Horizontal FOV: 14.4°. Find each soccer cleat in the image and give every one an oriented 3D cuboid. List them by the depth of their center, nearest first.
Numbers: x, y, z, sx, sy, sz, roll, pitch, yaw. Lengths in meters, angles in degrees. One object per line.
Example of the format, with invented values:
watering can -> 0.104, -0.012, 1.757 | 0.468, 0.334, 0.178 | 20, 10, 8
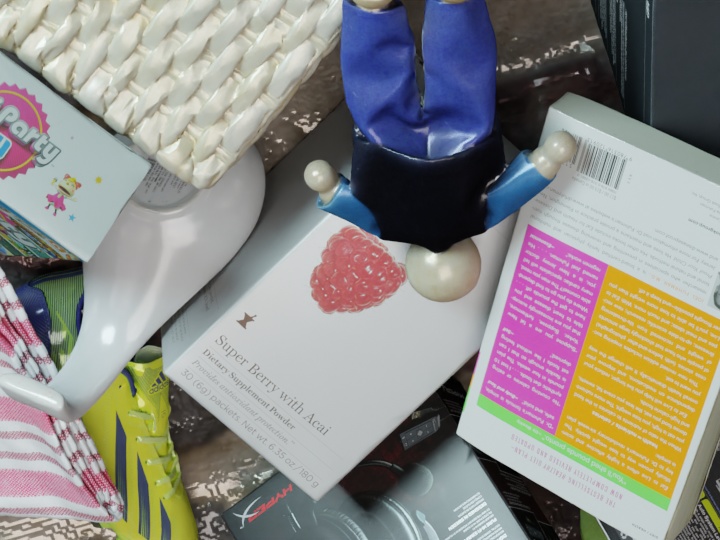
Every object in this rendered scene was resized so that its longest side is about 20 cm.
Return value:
soccer cleat -> -0.133, 0.086, 1.611 | 0.083, 0.065, 0.201 | -28, 114, 5

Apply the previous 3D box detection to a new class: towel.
towel -> -0.226, 0.062, 1.562 | 0.146, 0.030, 0.201 | 0, 127, 37

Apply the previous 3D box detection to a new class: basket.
basket -> -0.099, -0.182, 1.438 | 0.198, 0.161, 0.200 | 35, 108, -20

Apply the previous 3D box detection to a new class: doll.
doll -> 0.039, -0.063, 1.414 | 0.136, 0.049, 0.201 | -3, 129, 2

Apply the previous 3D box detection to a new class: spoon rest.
spoon rest -> -0.124, -0.002, 1.525 | 0.099, 0.200, 0.061 | 23, 155, 17

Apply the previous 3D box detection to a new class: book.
book -> 0.132, 0.026, 1.458 | 0.133, 0.048, 0.201 | 26, 121, 19

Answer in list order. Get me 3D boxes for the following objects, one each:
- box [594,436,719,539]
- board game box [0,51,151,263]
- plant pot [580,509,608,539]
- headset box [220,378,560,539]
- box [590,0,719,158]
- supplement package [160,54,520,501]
box -> 0.186, 0.082, 1.514 | 0.160, 0.044, 0.200 | -32, 87, 32
board game box -> -0.209, -0.073, 1.452 | 0.147, 0.200, 0.064 | 38, 77, -20
plant pot -> 0.233, 0.142, 1.623 | 0.189, 0.200, 0.200 | -26, 115, 20
headset box -> 0.039, 0.180, 1.605 | 0.149, 0.077, 0.200 | -36, 69, 12
box -> 0.166, -0.150, 1.446 | 0.078, 0.142, 0.200 | -9, 148, -1
supplement package -> 0.000, 0.000, 1.553 | 0.121, 0.120, 0.200 | 41, 105, -20
